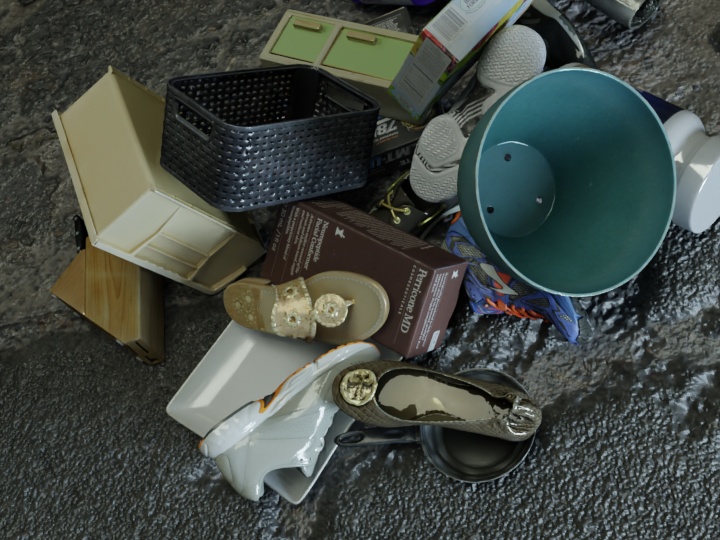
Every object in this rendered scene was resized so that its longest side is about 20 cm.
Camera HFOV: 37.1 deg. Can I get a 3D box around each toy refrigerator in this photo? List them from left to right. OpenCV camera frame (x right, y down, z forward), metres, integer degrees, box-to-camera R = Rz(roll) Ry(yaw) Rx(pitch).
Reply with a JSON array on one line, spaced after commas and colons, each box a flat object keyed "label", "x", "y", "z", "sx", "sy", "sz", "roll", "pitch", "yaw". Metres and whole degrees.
[{"label": "toy refrigerator", "x": -0.009, "y": -0.234, "z": 1.219, "sx": 0.200, "sy": 0.070, "sz": 0.076, "roll": 18, "pitch": 69, "yaw": 27}]

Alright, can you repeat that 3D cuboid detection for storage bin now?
[{"label": "storage bin", "x": -0.221, "y": -0.097, "z": 1.205, "sx": 0.094, "sy": 0.198, "sz": 0.200, "roll": -39, "pitch": 54, "yaw": 17}, {"label": "storage bin", "x": -0.094, "y": -0.142, "z": 1.116, "sx": 0.200, "sy": 0.094, "sz": 0.135, "roll": -14, "pitch": 37, "yaw": -39}]

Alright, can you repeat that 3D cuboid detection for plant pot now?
[{"label": "plant pot", "x": 0.170, "y": -0.079, "z": 0.999, "sx": 0.200, "sy": 0.200, "sz": 0.135, "roll": -50, "pitch": 15, "yaw": -11}]

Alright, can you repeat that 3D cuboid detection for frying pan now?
[{"label": "frying pan", "x": 0.081, "y": 0.168, "z": 1.037, "sx": 0.190, "sy": 0.031, "sz": 0.115, "roll": -29, "pitch": 58, "yaw": 3}]

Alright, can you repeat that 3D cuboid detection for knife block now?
[{"label": "knife block", "x": -0.263, "y": -0.010, "z": 1.247, "sx": 0.200, "sy": 0.064, "sz": 0.176, "roll": 29, "pitch": 76, "yaw": 31}]

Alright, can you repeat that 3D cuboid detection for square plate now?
[{"label": "square plate", "x": -0.076, "y": 0.117, "z": 1.128, "sx": 0.198, "sy": 0.028, "sz": 0.200, "roll": 29, "pitch": 75, "yaw": 30}]

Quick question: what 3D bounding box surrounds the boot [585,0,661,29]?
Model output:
[{"label": "boot", "x": 0.257, "y": -0.355, "z": 1.235, "sx": 0.200, "sy": 0.073, "sz": 0.182, "roll": 27, "pitch": 36, "yaw": 16}]

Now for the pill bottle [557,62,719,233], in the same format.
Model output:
[{"label": "pill bottle", "x": 0.273, "y": -0.122, "z": 1.081, "sx": 0.200, "sy": 0.116, "sz": 0.116, "roll": 32, "pitch": 77, "yaw": 31}]

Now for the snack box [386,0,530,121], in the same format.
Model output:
[{"label": "snack box", "x": 0.121, "y": -0.258, "z": 1.101, "sx": 0.053, "sy": 0.142, "sz": 0.200, "roll": 43, "pitch": 70, "yaw": 0}]

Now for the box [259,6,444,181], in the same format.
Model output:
[{"label": "box", "x": -0.009, "y": -0.194, "z": 1.266, "sx": 0.199, "sy": 0.050, "sz": 0.199, "roll": -21, "pitch": 58, "yaw": 8}]

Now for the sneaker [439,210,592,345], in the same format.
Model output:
[{"label": "sneaker", "x": 0.151, "y": 0.021, "z": 1.082, "sx": 0.079, "sy": 0.075, "sz": 0.200, "roll": -52, "pitch": 51, "yaw": 1}]

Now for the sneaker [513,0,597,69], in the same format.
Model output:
[{"label": "sneaker", "x": 0.193, "y": -0.261, "z": 1.224, "sx": 0.087, "sy": 0.076, "sz": 0.200, "roll": -37, "pitch": 48, "yaw": 8}]

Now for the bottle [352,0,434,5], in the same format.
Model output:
[{"label": "bottle", "x": 0.064, "y": -0.363, "z": 1.296, "sx": 0.200, "sy": 0.084, "sz": 0.065, "roll": 12, "pitch": 52, "yaw": 37}]

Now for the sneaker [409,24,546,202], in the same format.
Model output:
[{"label": "sneaker", "x": 0.128, "y": -0.158, "z": 1.111, "sx": 0.075, "sy": 0.115, "sz": 0.200, "roll": 36, "pitch": 105, "yaw": 9}]

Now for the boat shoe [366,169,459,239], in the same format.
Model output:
[{"label": "boat shoe", "x": 0.056, "y": -0.073, "z": 1.166, "sx": 0.201, "sy": 0.061, "sz": 0.072, "roll": -36, "pitch": 56, "yaw": -2}]

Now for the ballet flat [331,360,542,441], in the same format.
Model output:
[{"label": "ballet flat", "x": 0.070, "y": 0.121, "z": 1.004, "sx": 0.199, "sy": 0.046, "sz": 0.068, "roll": 11, "pitch": 71, "yaw": 8}]

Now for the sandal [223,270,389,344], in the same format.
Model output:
[{"label": "sandal", "x": -0.073, "y": 0.046, "z": 1.076, "sx": 0.211, "sy": 0.078, "sz": 0.070, "roll": 1, "pitch": 20, "yaw": 39}]

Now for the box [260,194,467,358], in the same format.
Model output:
[{"label": "box", "x": 0.000, "y": 0.000, "z": 1.103, "sx": 0.200, "sy": 0.075, "sz": 0.100, "roll": 26, "pitch": 110, "yaw": 27}]

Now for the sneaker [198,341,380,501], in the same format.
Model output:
[{"label": "sneaker", "x": -0.054, "y": 0.148, "z": 1.055, "sx": 0.200, "sy": 0.076, "sz": 0.092, "roll": -34, "pitch": 84, "yaw": -12}]
